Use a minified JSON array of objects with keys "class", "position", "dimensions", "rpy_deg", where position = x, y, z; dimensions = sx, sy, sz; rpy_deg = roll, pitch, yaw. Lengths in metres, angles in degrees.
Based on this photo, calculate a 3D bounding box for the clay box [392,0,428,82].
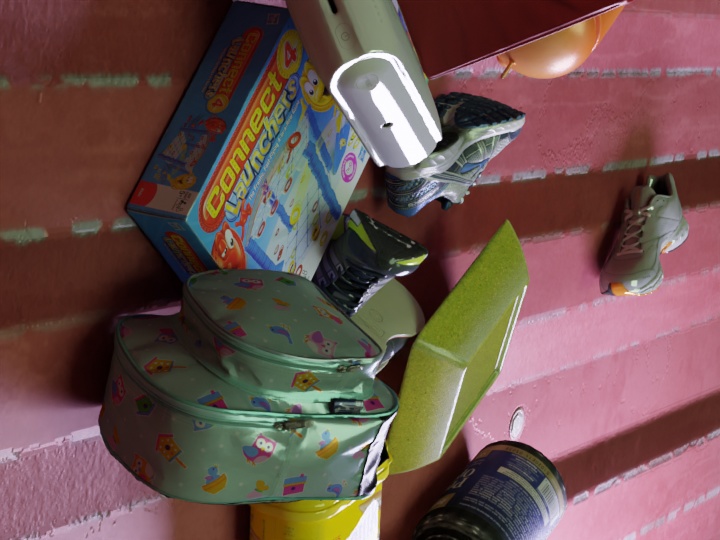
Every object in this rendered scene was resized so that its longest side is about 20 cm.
[{"class":"clay box","position":[0.022,-0.218,1.774],"dimensions":[0.115,0.047,0.201],"rpy_deg":[-13,111,-60]}]

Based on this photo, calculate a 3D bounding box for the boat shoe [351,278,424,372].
[{"class":"boat shoe","position":[0.001,0.061,1.832],"dimensions":[0.063,0.071,0.200],"rpy_deg":[-49,179,26]}]

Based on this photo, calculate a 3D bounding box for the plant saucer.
[{"class":"plant saucer","position":[0.098,0.084,1.968],"dimensions":[0.200,0.048,0.200],"rpy_deg":[-50,161,-41]}]

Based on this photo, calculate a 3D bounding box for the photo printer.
[{"class":"photo printer","position":[-0.006,-0.188,1.595],"dimensions":[0.200,0.069,0.167],"rpy_deg":[53,15,-64]}]

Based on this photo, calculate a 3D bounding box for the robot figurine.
[{"class":"robot figurine","position":[0.191,-0.263,1.991],"dimensions":[0.200,0.143,0.117],"rpy_deg":[-53,132,-43]}]

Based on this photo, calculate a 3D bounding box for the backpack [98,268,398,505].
[{"class":"backpack","position":[-0.089,0.089,1.532],"dimensions":[0.199,0.176,0.154],"rpy_deg":[-7,122,-30]}]

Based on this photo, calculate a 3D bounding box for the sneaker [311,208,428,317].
[{"class":"sneaker","position":[0.000,0.000,1.718],"dimensions":[0.081,0.074,0.200],"rpy_deg":[-63,-172,-5]}]

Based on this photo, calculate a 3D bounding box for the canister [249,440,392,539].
[{"class":"canister","position":[-0.040,0.253,1.810],"dimensions":[0.148,0.086,0.201],"rpy_deg":[-28,127,-55]}]

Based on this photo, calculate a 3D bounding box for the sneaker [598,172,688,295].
[{"class":"sneaker","position":[0.319,-0.044,2.383],"dimensions":[0.200,0.075,0.092],"rpy_deg":[-53,136,-51]}]

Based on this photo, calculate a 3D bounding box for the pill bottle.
[{"class":"pill bottle","position":[0.120,0.267,2.081],"dimensions":[0.200,0.111,0.112],"rpy_deg":[-42,136,-48]}]

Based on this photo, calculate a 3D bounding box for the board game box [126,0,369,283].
[{"class":"board game box","position":[-0.082,-0.073,1.631],"dimensions":[0.201,0.056,0.196],"rpy_deg":[-65,150,-22]}]

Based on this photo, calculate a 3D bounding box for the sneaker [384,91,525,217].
[{"class":"sneaker","position":[0.081,-0.106,1.920],"dimensions":[0.200,0.077,0.086],"rpy_deg":[-27,134,-47]}]

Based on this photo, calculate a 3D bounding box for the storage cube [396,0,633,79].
[{"class":"storage cube","position":[0.124,-0.274,1.656],"dimensions":[0.172,0.179,0.200],"rpy_deg":[67,26,-7]}]
